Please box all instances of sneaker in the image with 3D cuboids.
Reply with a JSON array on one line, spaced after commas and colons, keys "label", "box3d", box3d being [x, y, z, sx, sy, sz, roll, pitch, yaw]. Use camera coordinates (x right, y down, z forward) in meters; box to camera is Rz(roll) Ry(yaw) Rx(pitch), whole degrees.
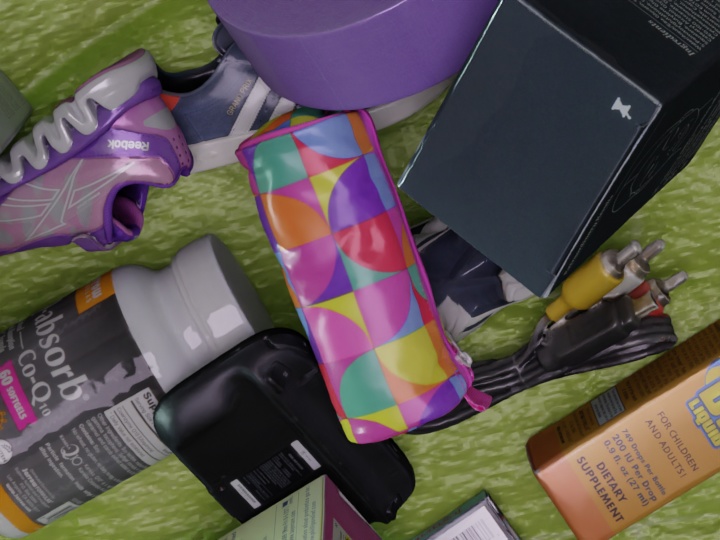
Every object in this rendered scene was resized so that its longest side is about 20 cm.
[{"label": "sneaker", "box3d": [0.076, -0.015, 1.751, 0.199, 0.129, 0.080, -33, 88, 44]}, {"label": "sneaker", "box3d": [-0.175, -0.041, 1.719, 0.200, 0.080, 0.089, -36, 94, 28]}, {"label": "sneaker", "box3d": [-0.043, -0.119, 1.728, 0.199, 0.075, 0.085, -15, 105, 4]}]

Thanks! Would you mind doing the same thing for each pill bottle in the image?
[{"label": "pill bottle", "box3d": [-0.152, 0.067, 1.745, 0.200, 0.116, 0.117, -30, 100, 6]}]

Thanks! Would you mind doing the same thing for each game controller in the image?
[{"label": "game controller", "box3d": [-0.043, 0.108, 1.742, 0.104, 0.042, 0.200, -26, 139, 10]}]

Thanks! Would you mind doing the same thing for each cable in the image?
[{"label": "cable", "box3d": [0.111, 0.045, 1.780, 0.200, 0.097, 0.050, -27, 58, 23]}]

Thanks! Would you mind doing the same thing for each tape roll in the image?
[{"label": "tape roll", "box3d": [0.010, -0.187, 1.650, 0.200, 0.200, 0.066, -30, 133, 6]}]

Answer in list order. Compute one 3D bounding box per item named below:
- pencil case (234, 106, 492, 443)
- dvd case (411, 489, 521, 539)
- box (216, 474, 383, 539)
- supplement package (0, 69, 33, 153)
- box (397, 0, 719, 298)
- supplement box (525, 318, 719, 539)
[{"label": "pencil case", "box3d": [0.000, 0.000, 1.673, 0.088, 0.088, 0.201, -23, 99, 5]}, {"label": "dvd case", "box3d": [0.078, 0.257, 1.831, 0.146, 0.022, 0.200, -36, 100, 7]}, {"label": "box", "box3d": [-0.048, 0.254, 1.754, 0.200, 0.097, 0.176, -32, 115, 19]}, {"label": "supplement package", "box3d": [-0.277, -0.083, 1.673, 0.117, 0.200, 0.117, -39, 98, 8]}, {"label": "box", "box3d": [0.134, -0.104, 1.617, 0.107, 0.200, 0.149, 37, 128, 10]}, {"label": "supplement box", "box3d": [0.201, 0.086, 1.773, 0.200, 0.069, 0.067, -34, 101, 5]}]
